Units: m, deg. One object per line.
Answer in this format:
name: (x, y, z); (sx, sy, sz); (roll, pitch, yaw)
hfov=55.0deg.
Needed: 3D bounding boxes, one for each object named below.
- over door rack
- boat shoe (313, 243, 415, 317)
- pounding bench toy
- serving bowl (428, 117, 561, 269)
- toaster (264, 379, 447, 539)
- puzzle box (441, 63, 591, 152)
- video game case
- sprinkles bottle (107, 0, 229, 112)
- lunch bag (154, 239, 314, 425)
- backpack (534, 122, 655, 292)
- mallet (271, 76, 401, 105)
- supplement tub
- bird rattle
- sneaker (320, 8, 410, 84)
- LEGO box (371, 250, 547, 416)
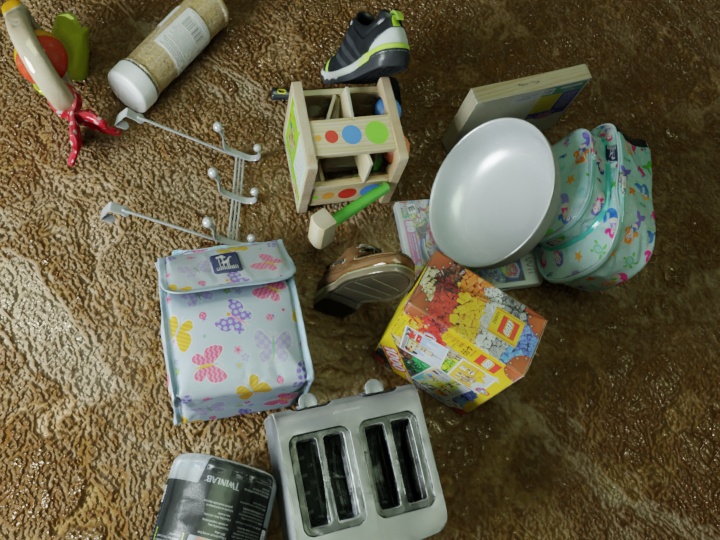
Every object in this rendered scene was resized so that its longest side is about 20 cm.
over door rack: (-0.222, -0.120, 0.889); (0.195, 0.066, 0.152); (12, 65, -24)
boat shoe: (0.000, 0.000, 0.839); (0.071, 0.198, 0.070); (24, 66, -27)
pounding bench toy: (-0.009, -0.135, 0.930); (0.151, 0.125, 0.206); (-7, 70, -15)
serving bowl: (0.186, -0.094, 0.922); (0.065, 0.197, 0.206); (22, 60, -41)
toaster: (-0.010, 0.239, 0.785); (0.175, 0.119, 0.206); (-8, 70, -14)
puzzle box: (0.227, -0.237, 1.018); (0.195, 0.133, 0.026); (-16, 73, -18)
video game case: (0.153, -0.038, 0.985); (0.194, 0.018, 0.147); (-6, 70, -15)
sprinkles bottle: (-0.267, -0.314, 0.977); (0.067, 0.069, 0.202); (33, 65, 3)
lunch bag: (-0.155, 0.060, 0.823); (0.164, 0.128, 0.205); (-5, 63, -16)
backpack: (0.305, -0.079, 0.941); (0.147, 0.176, 0.206); (10, 69, -29)
mallet: (-0.033, -0.265, 1.028); (0.193, 0.041, 0.068); (9, 66, -4)
supplement tub: (-0.165, 0.306, 0.722); (0.119, 0.123, 0.205); (15, 66, -5)
bird rattle: (-0.397, -0.246, 0.880); (0.110, 0.164, 0.204); (-22, 64, 0)
sneaker: (0.008, -0.302, 0.931); (0.070, 0.198, 0.086); (-9, 98, -30)
LEGO box: (0.109, 0.083, 0.828); (0.147, 0.201, 0.078); (31, 64, 3)
